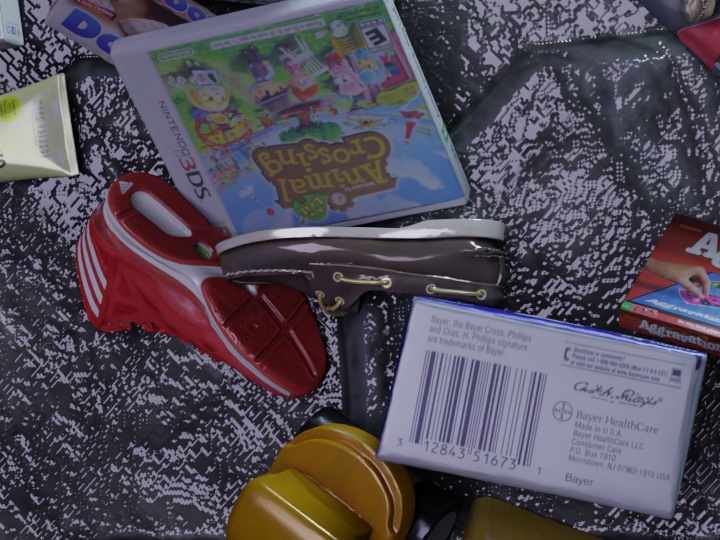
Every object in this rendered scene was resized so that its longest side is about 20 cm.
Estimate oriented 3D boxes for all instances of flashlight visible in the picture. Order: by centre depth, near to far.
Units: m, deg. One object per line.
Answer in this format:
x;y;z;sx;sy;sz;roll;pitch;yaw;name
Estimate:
0.209;-0.198;1.591;0.200;0.068;0.068;49;144;20;flashlight

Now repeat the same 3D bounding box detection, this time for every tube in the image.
-0.305;-0.090;1.783;0.199;0.052;0.058;-11;123;15;tube

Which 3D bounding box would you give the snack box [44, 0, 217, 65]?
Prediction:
-0.113;-0.145;1.647;0.072;0.199;0.024;-39;29;41;snack box

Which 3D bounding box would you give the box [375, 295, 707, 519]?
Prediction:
0.114;0.083;1.512;0.183;0.200;0.106;11;89;4;box

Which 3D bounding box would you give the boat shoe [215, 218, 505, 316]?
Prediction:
0.000;0.000;1.638;0.199;0.072;0.060;-3;85;3;boat shoe

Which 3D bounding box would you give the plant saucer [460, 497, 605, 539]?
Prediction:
0.129;0.276;1.596;0.199;0.048;0.201;19;94;20;plant saucer

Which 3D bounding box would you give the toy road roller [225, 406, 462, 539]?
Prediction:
-0.039;0.195;1.600;0.123;0.146;0.201;36;108;19;toy road roller

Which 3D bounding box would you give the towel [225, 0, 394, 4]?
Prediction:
-0.086;-0.241;1.647;0.199;0.166;0.086;5;81;21;towel

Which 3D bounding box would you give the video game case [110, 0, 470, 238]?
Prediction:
-0.046;-0.100;1.636;0.199;0.183;0.022;-11;38;19;video game case

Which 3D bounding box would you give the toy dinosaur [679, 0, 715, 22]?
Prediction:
0.259;-0.246;1.558;0.088;0.048;0.201;15;60;3;toy dinosaur

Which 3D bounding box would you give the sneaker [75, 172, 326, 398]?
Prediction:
-0.119;0.027;1.705;0.200;0.078;0.116;47;140;-1;sneaker

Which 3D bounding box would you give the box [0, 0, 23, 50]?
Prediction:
-0.336;-0.252;1.810;0.144;0.036;0.201;-12;82;19;box

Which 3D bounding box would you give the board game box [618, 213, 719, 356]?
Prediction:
0.276;0.026;1.531;0.199;0.103;0.020;17;134;20;board game box
